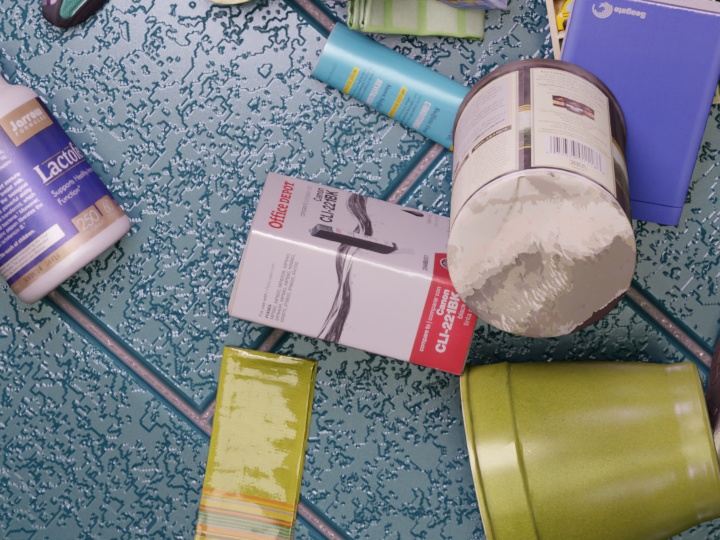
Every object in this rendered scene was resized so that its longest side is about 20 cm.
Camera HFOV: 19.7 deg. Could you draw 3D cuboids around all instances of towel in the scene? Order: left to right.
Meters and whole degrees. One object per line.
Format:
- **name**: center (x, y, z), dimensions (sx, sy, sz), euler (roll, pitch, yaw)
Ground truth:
- **towel**: center (-0.093, 0.171, 1.806), dimensions (0.086, 0.018, 0.201), euler (8, 95, -2)
- **towel**: center (0.057, -0.295, 1.720), dimensions (0.149, 0.031, 0.201), euler (-1, 97, -37)

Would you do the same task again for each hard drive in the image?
- **hard drive**: center (0.225, -0.138, 1.732), dimensions (0.131, 0.025, 0.201), euler (10, 122, -1)

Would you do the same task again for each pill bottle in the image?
- **pill bottle**: center (-0.293, -0.082, 1.733), dimensions (0.116, 0.116, 0.200), euler (-36, 95, 3)

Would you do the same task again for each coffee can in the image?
- **coffee can**: center (0.143, -0.061, 1.652), dimensions (0.146, 0.200, 0.147), euler (2, 121, 3)

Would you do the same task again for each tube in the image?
- **tube**: center (0.056, -0.144, 1.761), dimensions (0.199, 0.078, 0.051), euler (27, 54, -2)

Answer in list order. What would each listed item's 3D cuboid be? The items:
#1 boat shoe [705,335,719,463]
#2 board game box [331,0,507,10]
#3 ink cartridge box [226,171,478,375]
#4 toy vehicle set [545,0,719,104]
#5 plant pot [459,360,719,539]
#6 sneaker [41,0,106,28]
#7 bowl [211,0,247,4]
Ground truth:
- **boat shoe**: center (0.340, 0.104, 1.783), dimensions (0.073, 0.075, 0.201), euler (16, 104, -12)
- **board game box**: center (0.049, -0.290, 1.650), dimensions (0.200, 0.062, 0.201), euler (-30, 117, -40)
- **ink cartridge box**: center (0.000, 0.000, 1.720), dimensions (0.199, 0.144, 0.084), euler (14, 112, -2)
- **toy vehicle set**: center (0.260, -0.195, 1.726), dimensions (0.199, 0.027, 0.125), euler (-8, 121, 9)
- **plant pot**: center (0.196, 0.156, 1.703), dimensions (0.192, 0.200, 0.201), euler (-12, 95, 8)
- **sneaker**: center (-0.234, -0.307, 1.749), dimensions (0.087, 0.074, 0.201), euler (29, 98, 26)
- **bowl**: center (-0.068, -0.315, 1.707), dimensions (0.094, 0.200, 0.202), euler (2, 97, -44)
